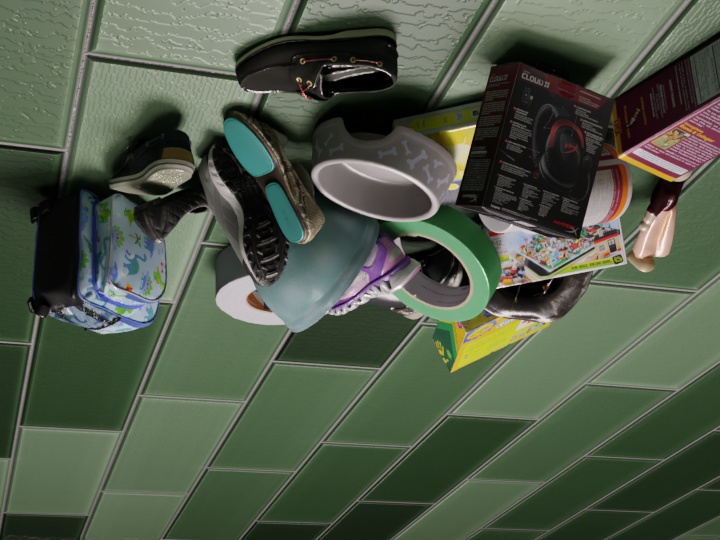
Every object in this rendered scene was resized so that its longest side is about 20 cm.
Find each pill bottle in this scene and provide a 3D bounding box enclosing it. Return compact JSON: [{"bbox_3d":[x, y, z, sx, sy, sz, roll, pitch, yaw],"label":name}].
[{"bbox_3d":[0.256,-0.107,1.657,0.198,0.111,0.110,-9,160,-31],"label":"pill bottle"}]

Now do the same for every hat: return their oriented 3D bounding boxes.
[{"bbox_3d":[0.255,-0.019,1.914,0.198,0.081,0.203,2,109,5],"label":"hat"}]

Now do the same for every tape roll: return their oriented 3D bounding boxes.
[{"bbox_3d":[0.109,-0.013,1.844,0.199,0.048,0.202,22,143,18],"label":"tape roll"},{"bbox_3d":[-0.130,0.017,1.974,0.198,0.067,0.201,-3,154,-2],"label":"tape roll"}]

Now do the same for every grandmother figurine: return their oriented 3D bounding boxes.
[{"bbox_3d":[0.431,-0.099,1.763,0.060,0.122,0.201,19,136,12],"label":"grandmother figurine"}]

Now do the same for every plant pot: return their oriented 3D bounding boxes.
[{"bbox_3d":[-0.087,-0.034,1.766,0.134,0.201,0.200,39,139,-16],"label":"plant pot"}]

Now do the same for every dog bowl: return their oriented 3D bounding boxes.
[{"bbox_3d":[0.025,-0.127,1.640,0.198,0.059,0.200,14,160,5],"label":"dog bowl"}]

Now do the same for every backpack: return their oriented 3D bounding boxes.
[{"bbox_3d":[-0.357,-0.005,1.772,0.145,0.185,0.200,-11,158,19],"label":"backpack"}]

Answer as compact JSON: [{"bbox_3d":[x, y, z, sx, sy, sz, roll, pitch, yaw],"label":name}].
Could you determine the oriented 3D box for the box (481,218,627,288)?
[{"bbox_3d":[0.285,-0.047,1.840,0.198,0.111,0.035,-11,-164,9],"label":"box"}]

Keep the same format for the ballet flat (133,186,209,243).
[{"bbox_3d":[-0.248,-0.077,1.695,0.066,0.057,0.200,-18,-175,24],"label":"ballet flat"}]

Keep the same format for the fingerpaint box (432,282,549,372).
[{"bbox_3d":[0.226,0.066,2.028,0.198,0.074,0.167,-24,158,-15],"label":"fingerpaint box"}]

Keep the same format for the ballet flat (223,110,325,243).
[{"bbox_3d":[-0.108,-0.132,1.639,0.067,0.075,0.201,-14,113,45],"label":"ballet flat"}]

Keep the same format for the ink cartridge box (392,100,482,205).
[{"bbox_3d":[0.164,-0.159,1.678,0.198,0.048,0.198,-8,153,15],"label":"ink cartridge box"}]

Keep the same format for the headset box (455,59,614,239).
[{"bbox_3d":[0.217,-0.154,1.529,0.147,0.202,0.075,15,178,-25],"label":"headset box"}]

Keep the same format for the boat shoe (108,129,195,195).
[{"bbox_3d":[-0.275,-0.139,1.649,0.074,0.063,0.199,8,168,-31],"label":"boat shoe"}]

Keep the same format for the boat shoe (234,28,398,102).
[{"bbox_3d":[-0.053,-0.237,1.475,0.199,0.064,0.074,-6,156,9],"label":"boat shoe"}]

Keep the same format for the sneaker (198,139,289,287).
[{"bbox_3d":[-0.158,-0.073,1.675,0.074,0.202,0.079,-22,180,-37],"label":"sneaker"}]

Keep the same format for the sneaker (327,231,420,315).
[{"bbox_3d":[0.000,0.000,1.848,0.199,0.081,0.089,-27,104,48],"label":"sneaker"}]

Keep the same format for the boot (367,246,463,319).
[{"bbox_3d":[0.063,0.010,1.976,0.152,0.074,0.204,12,149,-23],"label":"boot"}]

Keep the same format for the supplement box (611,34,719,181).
[{"bbox_3d":[0.426,-0.204,1.566,0.109,0.087,0.199,17,148,-34],"label":"supplement box"}]
